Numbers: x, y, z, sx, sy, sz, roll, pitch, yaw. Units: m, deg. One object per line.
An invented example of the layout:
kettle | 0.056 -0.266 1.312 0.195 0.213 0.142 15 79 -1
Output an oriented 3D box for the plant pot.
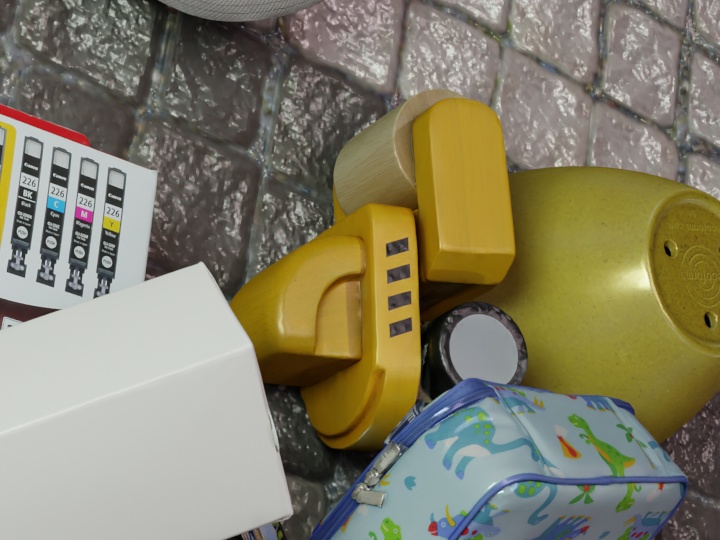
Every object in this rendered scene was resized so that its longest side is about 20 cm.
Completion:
plant pot | 0.157 0.018 1.284 0.200 0.142 0.201 14 66 -35

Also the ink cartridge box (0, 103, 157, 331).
ink cartridge box | -0.207 -0.030 1.036 0.200 0.084 0.176 20 63 -33

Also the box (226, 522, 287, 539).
box | -0.043 0.191 1.088 0.110 0.035 0.201 -35 102 -85

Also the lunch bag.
lunch bag | 0.070 0.139 1.145 0.200 0.161 0.083 6 39 -50

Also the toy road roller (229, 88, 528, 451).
toy road roller | 0.000 0.000 1.178 0.146 0.123 0.201 6 72 -26

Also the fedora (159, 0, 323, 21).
fedora | -0.088 -0.215 1.193 0.200 0.090 0.177 -28 92 -35

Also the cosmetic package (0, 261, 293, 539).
cosmetic package | -0.142 0.087 0.971 0.199 0.085 0.108 -19 125 -14
